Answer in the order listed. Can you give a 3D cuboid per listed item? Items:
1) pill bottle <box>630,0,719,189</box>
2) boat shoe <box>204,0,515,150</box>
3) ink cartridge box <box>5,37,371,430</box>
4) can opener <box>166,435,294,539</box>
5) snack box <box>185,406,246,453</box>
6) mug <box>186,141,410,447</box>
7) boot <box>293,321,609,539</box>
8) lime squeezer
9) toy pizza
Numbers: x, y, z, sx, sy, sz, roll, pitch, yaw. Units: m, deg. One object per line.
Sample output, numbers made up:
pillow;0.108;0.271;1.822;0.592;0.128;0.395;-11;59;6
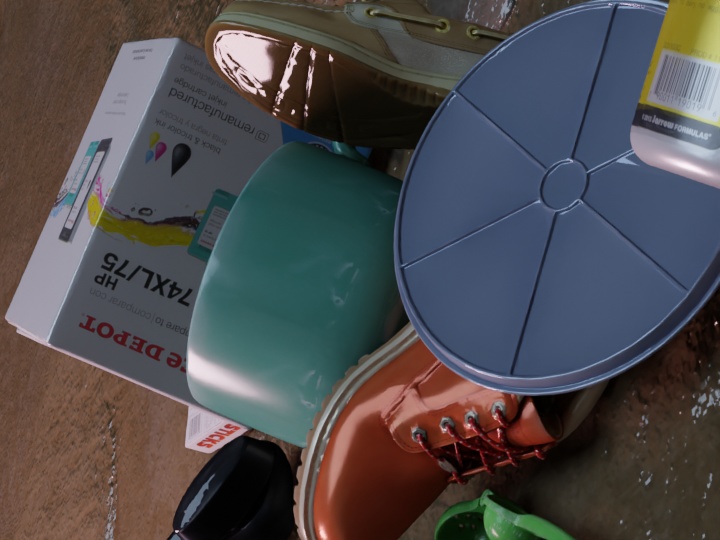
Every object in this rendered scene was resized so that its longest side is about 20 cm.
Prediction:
pill bottle;0.185;-0.124;0.802;0.112;0.111;0.202;31;106;65
boat shoe;0.019;-0.106;1.071;0.074;0.198;0.067;107;-179;-56
ink cartridge box;-0.111;-0.024;1.298;0.201;0.146;0.146;-67;20;-4
can opener;-0.112;0.187;1.283;0.200;0.078;0.063;-53;30;7
snack box;-0.064;0.060;1.348;0.200;0.024;0.072;-35;45;56
mug;-0.005;0.007;1.098;0.152;0.114;0.186;-34;-37;-64
boot;0.047;0.075;1.006;0.201;0.075;0.107;-53;37;6
lime squeezer;0.060;0.138;1.005;0.200;0.038;0.071;-34;15;52
toy pizza;0.102;-0.034;0.962;0.199;0.032;0.202;-18;58;31
